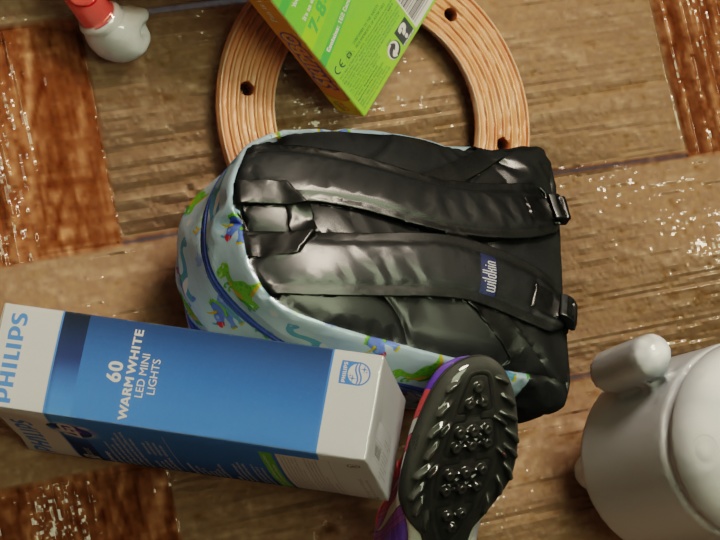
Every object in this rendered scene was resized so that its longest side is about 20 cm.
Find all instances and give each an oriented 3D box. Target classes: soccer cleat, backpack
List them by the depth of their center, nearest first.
[{"bbox_3d":[0.036,0.125,1.552,0.068,0.073,0.200,-10,123,-26],"label":"soccer cleat"},{"bbox_3d":[0.000,0.000,1.561,0.200,0.154,0.163,13,63,-40],"label":"backpack"}]

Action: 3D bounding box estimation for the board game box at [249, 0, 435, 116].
[{"bbox_3d":[-0.030,-0.183,1.587,0.096,0.030,0.200,-59,138,-20],"label":"board game box"}]

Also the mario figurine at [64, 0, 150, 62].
[{"bbox_3d":[-0.166,-0.189,1.581,0.200,0.124,0.106,3,36,-18],"label":"mario figurine"}]

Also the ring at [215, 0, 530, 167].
[{"bbox_3d":[0.007,-0.088,1.664,0.200,0.019,0.201,5,79,-25],"label":"ring"}]

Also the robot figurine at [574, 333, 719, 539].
[{"bbox_3d":[0.200,0.100,1.618,0.170,0.200,0.113,41,66,-14],"label":"robot figurine"}]

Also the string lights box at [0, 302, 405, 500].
[{"bbox_3d":[-0.084,0.070,1.492,0.200,0.103,0.059,8,75,9],"label":"string lights box"}]
